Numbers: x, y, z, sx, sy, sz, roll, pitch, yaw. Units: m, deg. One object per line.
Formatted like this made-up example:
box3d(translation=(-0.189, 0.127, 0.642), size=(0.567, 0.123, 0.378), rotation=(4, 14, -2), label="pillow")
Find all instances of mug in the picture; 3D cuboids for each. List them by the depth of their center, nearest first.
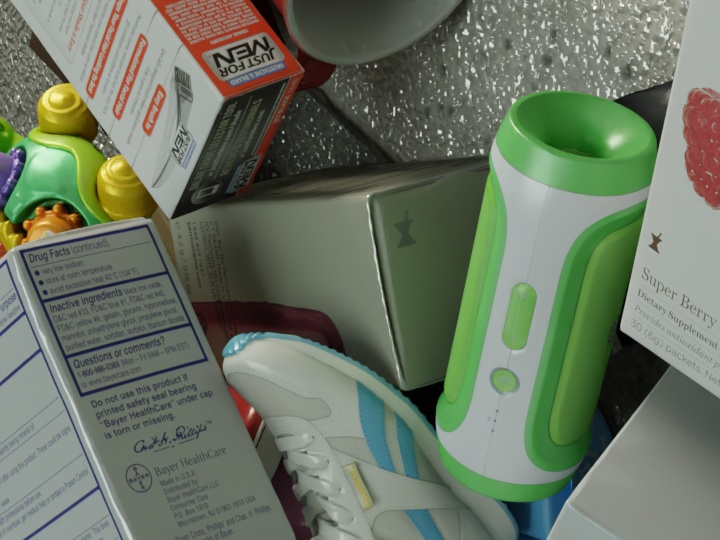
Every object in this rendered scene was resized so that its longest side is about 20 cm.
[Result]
box3d(translation=(-0.046, -0.215, 1.128), size=(0.178, 0.133, 0.200), rotation=(-47, 56, 16), label="mug")

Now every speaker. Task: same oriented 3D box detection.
box3d(translation=(0.091, 0.016, 0.995), size=(0.088, 0.088, 0.201), rotation=(39, 131, 38), label="speaker")

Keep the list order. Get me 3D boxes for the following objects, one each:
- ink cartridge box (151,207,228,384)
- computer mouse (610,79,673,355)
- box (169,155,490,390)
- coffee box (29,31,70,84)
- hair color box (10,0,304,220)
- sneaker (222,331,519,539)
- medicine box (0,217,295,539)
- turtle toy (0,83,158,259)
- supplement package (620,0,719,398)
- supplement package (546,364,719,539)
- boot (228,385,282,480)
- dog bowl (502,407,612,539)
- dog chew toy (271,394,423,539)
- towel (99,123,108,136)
box3d(translation=(-0.108, 0.045, 1.344), size=(0.201, 0.075, 0.165), rotation=(59, 141, 20), label="ink cartridge box")
box3d(translation=(0.153, -0.043, 1.002), size=(0.200, 0.052, 0.140), rotation=(-28, 78, 52), label="computer mouse")
box3d(translation=(0.000, 0.000, 1.149), size=(0.199, 0.127, 0.110), rotation=(0, 103, 52), label="box")
box3d(translation=(-0.141, -0.206, 1.304), size=(0.114, 0.079, 0.201), rotation=(44, 132, 33), label="coffee box")
box3d(translation=(-0.125, -0.143, 1.126), size=(0.201, 0.064, 0.111), rotation=(54, 143, 18), label="hair color box")
box3d(translation=(-0.002, 0.111, 1.066), size=(0.200, 0.081, 0.076), rotation=(43, 156, -15), label="sneaker")
box3d(translation=(-0.157, 0.103, 1.088), size=(0.182, 0.102, 0.201), rotation=(-35, 74, 44), label="medicine box")
box3d(translation=(-0.201, -0.038, 1.264), size=(0.200, 0.101, 0.146), rotation=(46, 153, 32), label="turtle toy")
box3d(translation=(0.205, -0.046, 0.836), size=(0.121, 0.119, 0.201), rotation=(36, 133, 37), label="supplement package")
box3d(translation=(0.155, 0.179, 0.954), size=(0.151, 0.151, 0.201), rotation=(32, 129, 13), label="supplement package")
box3d(translation=(-0.127, 0.083, 1.176), size=(0.073, 0.144, 0.200), rotation=(-64, 18, -17), label="boot")
box3d(translation=(0.100, 0.151, 1.132), size=(0.111, 0.049, 0.202), rotation=(11, 110, 50), label="dog bowl")
box3d(translation=(-0.016, 0.135, 1.203), size=(0.125, 0.124, 0.200), rotation=(61, 147, 19), label="dog chew toy")
box3d(translation=(-0.149, -0.192, 1.223), size=(0.147, 0.049, 0.201), rotation=(-22, 91, 53), label="towel")
